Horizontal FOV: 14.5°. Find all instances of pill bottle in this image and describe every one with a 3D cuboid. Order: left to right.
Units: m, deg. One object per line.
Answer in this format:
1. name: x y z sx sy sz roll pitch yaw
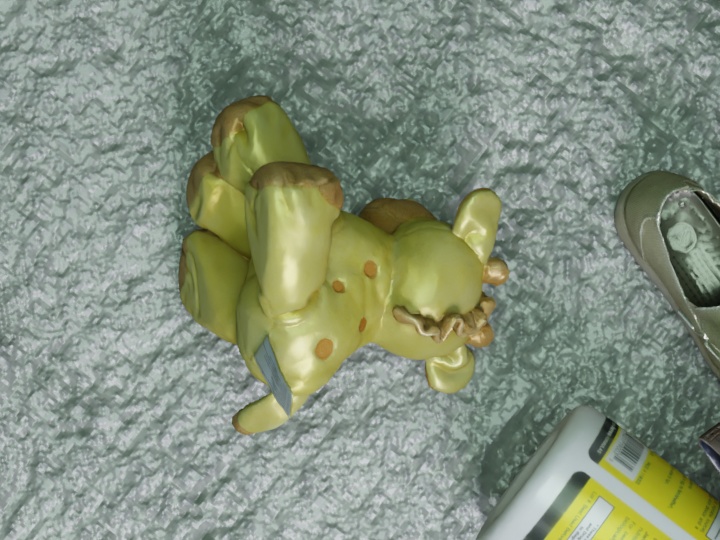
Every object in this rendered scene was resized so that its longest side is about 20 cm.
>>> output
1. pill bottle: 0.177 0.181 1.673 0.200 0.112 0.113 37 87 1

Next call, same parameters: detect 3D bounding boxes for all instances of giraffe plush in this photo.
1. giraffe plush: 0.000 0.000 1.675 0.162 0.173 0.200 -5 56 -24

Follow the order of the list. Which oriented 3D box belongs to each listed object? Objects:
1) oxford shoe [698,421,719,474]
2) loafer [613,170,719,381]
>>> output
1. oxford shoe: 0.250 0.173 1.604 0.073 0.071 0.200 -17 74 -8
2. loafer: 0.230 0.022 1.712 0.076 0.068 0.200 -44 89 -3
